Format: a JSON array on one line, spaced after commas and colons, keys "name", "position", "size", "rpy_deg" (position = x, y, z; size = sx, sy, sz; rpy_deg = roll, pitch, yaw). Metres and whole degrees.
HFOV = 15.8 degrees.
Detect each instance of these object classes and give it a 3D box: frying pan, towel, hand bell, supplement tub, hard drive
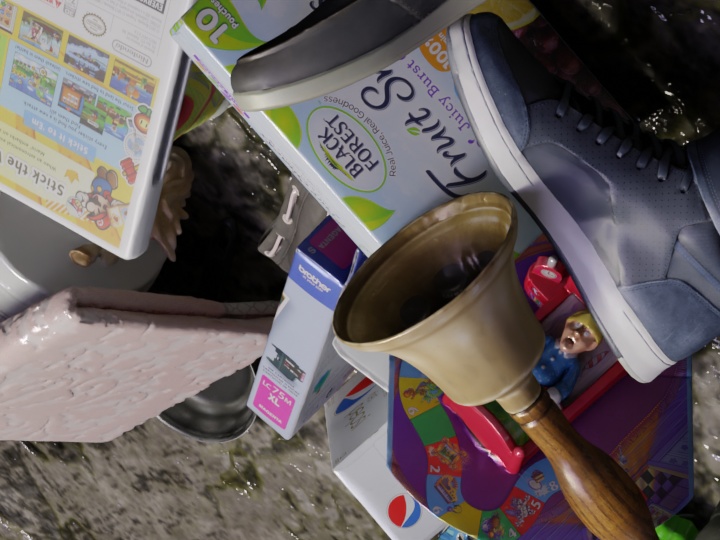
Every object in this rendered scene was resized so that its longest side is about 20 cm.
[{"name": "frying pan", "position": [-0.113, 0.029, 1.672], "size": [0.115, 0.031, 0.191], "rpy_deg": [15, 127, 27]}, {"name": "towel", "position": [-0.170, 0.059, 1.593], "size": [0.200, 0.191, 0.032], "rpy_deg": [-30, 67, 38]}, {"name": "hand bell", "position": [0.085, 0.070, 1.249], "size": [0.104, 0.104, 0.200], "rpy_deg": [-7, 128, 50]}, {"name": "supplement tub", "position": [-0.208, 0.001, 1.650], "size": [0.132, 0.132, 0.200], "rpy_deg": [43, 146, -1]}, {"name": "hard drive", "position": [0.064, 0.068, 1.423], "size": [0.132, 0.027, 0.200], "rpy_deg": [37, -173, 10]}]

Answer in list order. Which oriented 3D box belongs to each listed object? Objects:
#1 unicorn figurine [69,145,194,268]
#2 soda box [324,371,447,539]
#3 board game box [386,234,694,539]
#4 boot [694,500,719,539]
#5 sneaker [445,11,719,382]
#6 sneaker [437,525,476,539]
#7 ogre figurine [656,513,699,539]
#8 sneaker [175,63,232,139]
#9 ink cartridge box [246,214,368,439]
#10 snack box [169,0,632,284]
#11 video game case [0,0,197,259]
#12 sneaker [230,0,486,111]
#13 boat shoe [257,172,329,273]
[{"name": "unicorn figurine", "position": [-0.185, -0.091, 1.548], "size": [0.200, 0.138, 0.074], "rpy_deg": [39, 140, -21]}, {"name": "soda box", "position": [0.025, 0.098, 1.484], "size": [0.068, 0.064, 0.200], "rpy_deg": [49, -177, -7]}, {"name": "board game box", "position": [0.094, 0.042, 1.311], "size": [0.157, 0.201, 0.039], "rpy_deg": [4, 157, -3]}, {"name": "boot", "position": [0.244, 0.193, 1.393], "size": [0.199, 0.131, 0.068], "rpy_deg": [10, 135, 40]}, {"name": "sneaker", "position": [0.143, -0.063, 1.224], "size": [0.146, 0.077, 0.203], "rpy_deg": [-30, 106, 21]}, {"name": "sneaker", "position": [0.084, 0.169, 1.569], "size": [0.078, 0.090, 0.200], "rpy_deg": [35, 146, 12]}, {"name": "ogre figurine", "position": [0.179, 0.236, 1.544], "size": [0.120, 0.098, 0.200], "rpy_deg": [-8, 134, 36]}, {"name": "sneaker", "position": [-0.101, -0.140, 1.419], "size": [0.078, 0.090, 0.200], "rpy_deg": [30, 143, 22]}, {"name": "ink cartridge box", "position": [0.000, 0.000, 1.442], "size": [0.042, 0.119, 0.200], "rpy_deg": [38, 147, 10]}, {"name": "snack box", "position": [0.022, -0.094, 1.289], "size": [0.200, 0.142, 0.053], "rpy_deg": [48, 171, -8]}, {"name": "video game case", "position": [-0.180, -0.128, 1.417], "size": [0.199, 0.023, 0.183], "rpy_deg": [28, 119, 21]}, {"name": "sneaker", "position": [0.008, -0.161, 1.213], "size": [0.106, 0.200, 0.075], "rpy_deg": [59, 173, -13]}, {"name": "boat shoe", "position": [-0.025, -0.050, 1.461], "size": [0.057, 0.067, 0.200], "rpy_deg": [30, 149, 10]}]
